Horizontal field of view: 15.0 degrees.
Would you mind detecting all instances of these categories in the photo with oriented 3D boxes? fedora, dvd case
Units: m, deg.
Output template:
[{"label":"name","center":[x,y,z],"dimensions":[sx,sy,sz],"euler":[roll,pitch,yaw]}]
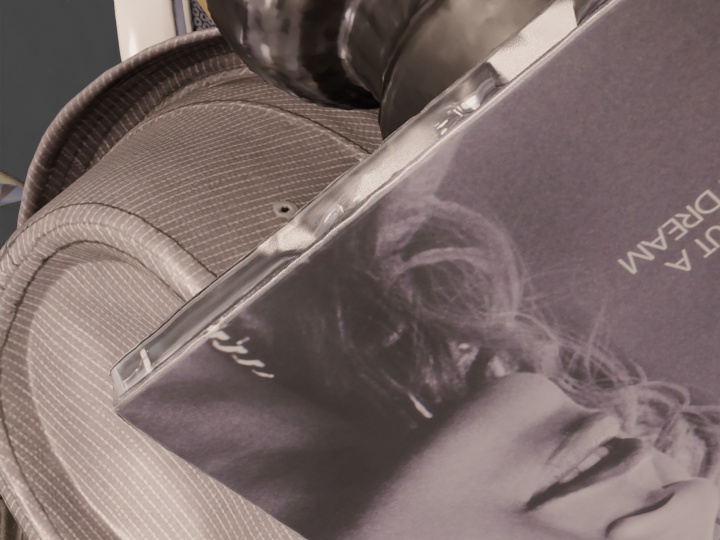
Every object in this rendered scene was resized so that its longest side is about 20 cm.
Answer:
[{"label":"fedora","center":[-0.016,0.039,0.643],"dimensions":[0.200,0.090,0.177],"euler":[49,124,4]},{"label":"dvd case","center":[0.069,0.029,0.562],"dimensions":[0.149,0.016,0.200],"euler":[-39,129,17]}]

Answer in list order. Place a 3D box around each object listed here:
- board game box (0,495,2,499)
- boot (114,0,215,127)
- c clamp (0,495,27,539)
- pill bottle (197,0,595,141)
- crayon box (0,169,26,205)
[{"label":"board game box","center":[-0.036,0.109,0.839],"dimensions":[0.200,0.045,0.135],"euler":[16,122,5]},{"label":"boot","center":[0.000,0.000,0.740],"dimensions":[0.090,0.073,0.200],"euler":[-15,108,4]},{"label":"c clamp","center":[-0.112,0.148,0.749],"dimensions":[0.027,0.171,0.200],"euler":[16,107,-10]},{"label":"pill bottle","center":[-0.003,-0.107,0.582],"dimensions":[0.200,0.112,0.112],"euler":[53,126,25]},{"label":"crayon box","center":[-0.206,0.005,0.776],"dimensions":[0.200,0.052,0.126],"euler":[-14,158,21]}]
